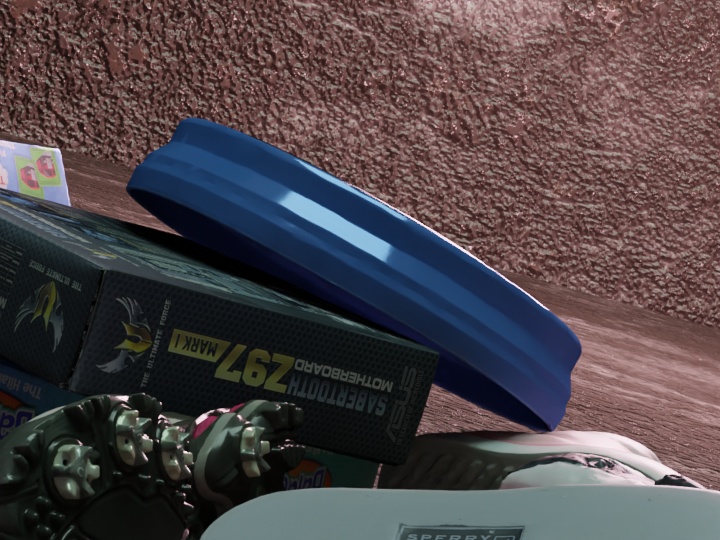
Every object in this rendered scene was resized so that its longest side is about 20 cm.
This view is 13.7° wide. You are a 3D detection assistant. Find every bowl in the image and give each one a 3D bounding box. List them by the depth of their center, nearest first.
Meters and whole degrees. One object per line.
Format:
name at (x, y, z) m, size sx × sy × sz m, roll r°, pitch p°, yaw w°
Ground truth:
bowl at (0.000, 0.000, 1.213) m, size 0.200 × 0.039 × 0.201 m, roll 29°, pitch -6°, yaw 3°

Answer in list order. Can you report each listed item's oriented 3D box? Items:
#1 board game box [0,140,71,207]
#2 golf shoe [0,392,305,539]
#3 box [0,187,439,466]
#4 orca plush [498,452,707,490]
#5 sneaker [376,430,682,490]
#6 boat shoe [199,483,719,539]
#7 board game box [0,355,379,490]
board game box at (-0.246, -0.025, 1.312) m, size 0.151 × 0.037 × 0.200 m, roll -19°, pitch -14°, yaw 28°
golf shoe at (-0.085, 0.080, 0.943) m, size 0.088 × 0.077 × 0.200 m, roll -4°, pitch -5°, yaw 19°
box at (-0.090, 0.013, 1.146) m, size 0.157 × 0.051 × 0.200 m, roll 16°, pitch 4°, yaw -38°
orca plush at (0.126, 0.109, 0.877) m, size 0.071 × 0.106 × 0.200 m, roll -14°, pitch 22°, yaw -34°
sneaker at (0.106, 0.102, 1.143) m, size 0.104 × 0.076 × 0.200 m, roll 5°, pitch 6°, yaw -39°
boat shoe at (0.051, 0.105, 0.830) m, size 0.199 × 0.066 × 0.072 m, roll -1°, pitch 31°, yaw 16°
board game box at (-0.113, 0.055, 1.178) m, size 0.200 × 0.045 × 0.152 m, roll 18°, pitch 5°, yaw 30°
